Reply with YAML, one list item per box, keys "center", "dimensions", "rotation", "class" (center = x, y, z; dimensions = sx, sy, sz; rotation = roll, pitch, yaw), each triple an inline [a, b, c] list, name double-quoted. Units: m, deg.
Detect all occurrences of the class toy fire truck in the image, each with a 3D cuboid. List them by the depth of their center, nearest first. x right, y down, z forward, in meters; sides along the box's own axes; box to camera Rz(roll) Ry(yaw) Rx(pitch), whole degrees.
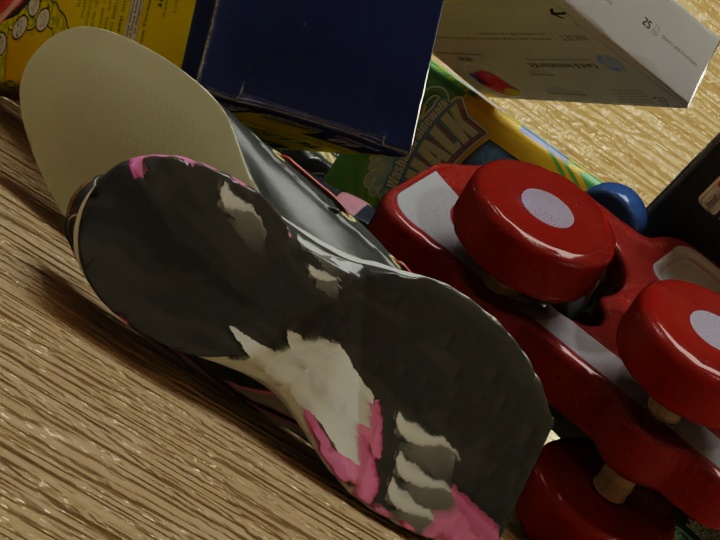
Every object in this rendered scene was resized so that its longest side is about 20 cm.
- center: [0.103, 0.025, 1.224]
  dimensions: [0.200, 0.112, 0.168]
  rotation: [38, 30, 14]
  class: "toy fire truck"

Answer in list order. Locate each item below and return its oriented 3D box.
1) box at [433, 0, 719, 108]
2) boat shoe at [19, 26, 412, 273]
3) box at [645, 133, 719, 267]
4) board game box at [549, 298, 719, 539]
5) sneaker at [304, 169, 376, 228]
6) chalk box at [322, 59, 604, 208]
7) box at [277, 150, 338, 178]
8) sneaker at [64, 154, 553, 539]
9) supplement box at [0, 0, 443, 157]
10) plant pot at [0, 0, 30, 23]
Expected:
- center: [0.042, -0.142, 1.323]
  dimensions: [0.200, 0.041, 0.156]
  rotation: [37, -15, -30]
  class: "box"
- center: [-0.050, -0.014, 1.135]
  dimensions: [0.201, 0.074, 0.063]
  rotation: [41, 4, 10]
  class: "boat shoe"
- center: [0.209, 0.029, 1.312]
  dimensions: [0.198, 0.050, 0.200]
  rotation: [43, -36, 1]
  class: "box"
- center: [0.128, 0.069, 1.347]
  dimensions: [0.200, 0.028, 0.135]
  rotation: [43, -17, 5]
  class: "board game box"
- center: [0.000, 0.000, 1.300]
  dimensions: [0.200, 0.070, 0.082]
  rotation: [34, 8, -29]
  class: "sneaker"
- center: [0.042, -0.028, 1.485]
  dimensions: [0.200, 0.124, 0.125]
  rotation: [36, 5, 4]
  class: "chalk box"
- center: [0.016, -0.023, 1.662]
  dimensions: [0.198, 0.050, 0.200]
  rotation: [34, 7, -15]
  class: "box"
- center: [-0.020, 0.019, 1.043]
  dimensions: [0.200, 0.080, 0.086]
  rotation: [40, -6, -20]
  class: "sneaker"
- center: [-0.064, -0.115, 1.256]
  dimensions: [0.108, 0.110, 0.200]
  rotation: [15, -5, -33]
  class: "supplement box"
- center: [-0.184, -0.148, 0.865]
  dimensions: [0.182, 0.201, 0.200]
  rotation: [43, 1, -34]
  class: "plant pot"
